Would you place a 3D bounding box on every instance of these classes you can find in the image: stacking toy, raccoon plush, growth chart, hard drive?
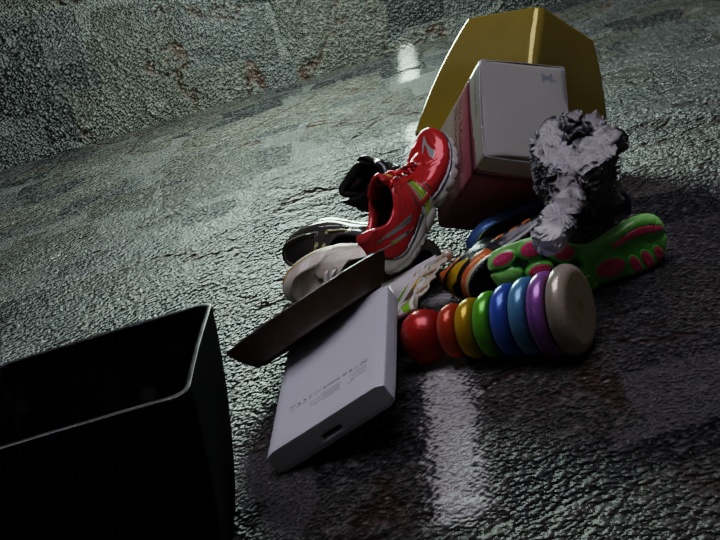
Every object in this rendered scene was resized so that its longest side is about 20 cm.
[{"bbox_3d":[0.123,0.051,1.202,0.198,0.086,0.085,-12,17,32],"label":"stacking toy"},{"bbox_3d":[0.211,-0.068,1.284,0.096,0.135,0.201,21,60,27],"label":"raccoon plush"},{"bbox_3d":[0.020,0.044,1.334,0.144,0.018,0.200,-25,15,35],"label":"growth chart"},{"bbox_3d":[-0.023,0.099,1.184,0.131,0.027,0.201,-34,19,16],"label":"hard drive"}]

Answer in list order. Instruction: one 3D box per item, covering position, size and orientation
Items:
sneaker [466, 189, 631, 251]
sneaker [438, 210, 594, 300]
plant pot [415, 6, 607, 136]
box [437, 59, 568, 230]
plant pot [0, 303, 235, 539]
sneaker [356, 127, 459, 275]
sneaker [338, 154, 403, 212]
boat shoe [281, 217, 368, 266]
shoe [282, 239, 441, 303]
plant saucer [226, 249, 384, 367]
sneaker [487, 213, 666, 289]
[{"bbox_3d":[0.218,-0.059,1.465,0.197,0.067,0.078,-19,13,-3],"label":"sneaker"},{"bbox_3d":[0.175,-0.026,1.391,0.198,0.071,0.090,-29,23,-26],"label":"sneaker"},{"bbox_3d":[0.220,-0.248,1.708,0.198,0.179,0.198,0,-14,46],"label":"plant pot"},{"bbox_3d":[0.166,-0.144,1.485,0.107,0.130,0.200,4,-22,-11],"label":"box"},{"bbox_3d":[-0.194,0.164,0.986,0.197,0.180,0.200,-15,17,3],"label":"plant pot"},{"bbox_3d":[0.052,-0.095,1.439,0.077,0.085,0.202,-18,42,49],"label":"sneaker"},{"bbox_3d":[0.028,-0.096,1.611,0.113,0.077,0.199,22,-10,-2],"label":"sneaker"},{"bbox_3d":[-0.023,-0.027,1.587,0.199,0.073,0.060,-4,17,31],"label":"boat shoe"},{"bbox_3d":[0.000,0.000,1.484,0.197,0.071,0.053,-14,9,4],"label":"shoe"},{"bbox_3d":[-0.050,0.046,1.308,0.199,0.035,0.200,-33,-2,-1],"label":"plant saucer"},{"bbox_3d":[0.226,-0.014,1.320,0.197,0.078,0.084,-10,9,-13],"label":"sneaker"}]
